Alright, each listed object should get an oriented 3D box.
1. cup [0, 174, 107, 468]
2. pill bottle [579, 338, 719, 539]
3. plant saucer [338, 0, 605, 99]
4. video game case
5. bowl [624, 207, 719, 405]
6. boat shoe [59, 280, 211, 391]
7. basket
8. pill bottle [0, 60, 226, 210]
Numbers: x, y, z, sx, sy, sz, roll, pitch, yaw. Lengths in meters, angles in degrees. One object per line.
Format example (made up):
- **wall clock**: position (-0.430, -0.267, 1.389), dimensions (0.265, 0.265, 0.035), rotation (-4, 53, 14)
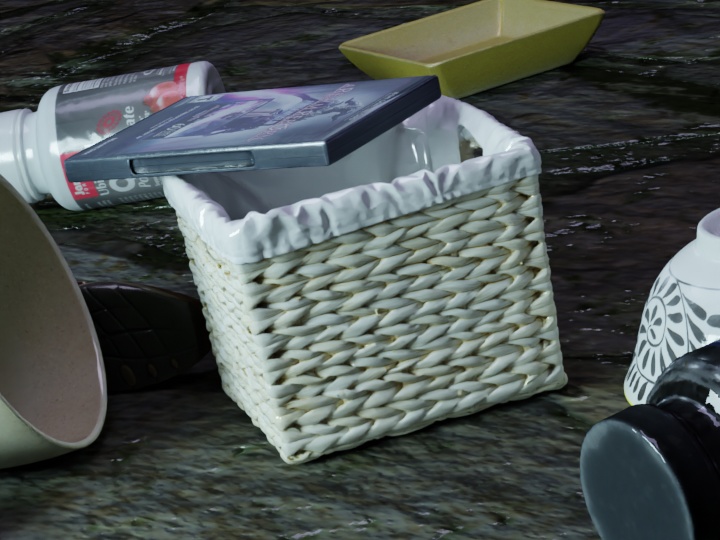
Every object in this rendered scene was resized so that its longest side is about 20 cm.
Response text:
- **cup**: position (-0.271, 0.048, 1.431), dimensions (0.143, 0.201, 0.200), rotation (-26, 13, 15)
- **pill bottle**: position (0.209, 0.078, 1.104), dimensions (0.199, 0.113, 0.112), rotation (-20, 19, -28)
- **plant saucer**: position (0.108, -0.211, 2.209), dimensions (0.199, 0.049, 0.200), rotation (-19, 18, -23)
- **video game case**: position (-0.068, -0.089, 1.446), dimensions (0.199, 0.019, 0.143), rotation (-3, 19, 33)
- **bowl**: position (0.245, 0.012, 1.323), dimensions (0.199, 0.095, 0.201), rotation (-10, 17, 3)
- **boat shoe**: position (-0.189, 0.037, 1.564), dimensions (0.199, 0.076, 0.074), rotation (-3, 16, 23)
- **basket**: position (0.000, 0.000, 1.408), dimensions (0.199, 0.162, 0.198), rotation (-15, 17, -13)
- **pill bottle**: position (-0.216, -0.113, 1.996), dimensions (0.199, 0.111, 0.111), rotation (-9, 17, 9)
